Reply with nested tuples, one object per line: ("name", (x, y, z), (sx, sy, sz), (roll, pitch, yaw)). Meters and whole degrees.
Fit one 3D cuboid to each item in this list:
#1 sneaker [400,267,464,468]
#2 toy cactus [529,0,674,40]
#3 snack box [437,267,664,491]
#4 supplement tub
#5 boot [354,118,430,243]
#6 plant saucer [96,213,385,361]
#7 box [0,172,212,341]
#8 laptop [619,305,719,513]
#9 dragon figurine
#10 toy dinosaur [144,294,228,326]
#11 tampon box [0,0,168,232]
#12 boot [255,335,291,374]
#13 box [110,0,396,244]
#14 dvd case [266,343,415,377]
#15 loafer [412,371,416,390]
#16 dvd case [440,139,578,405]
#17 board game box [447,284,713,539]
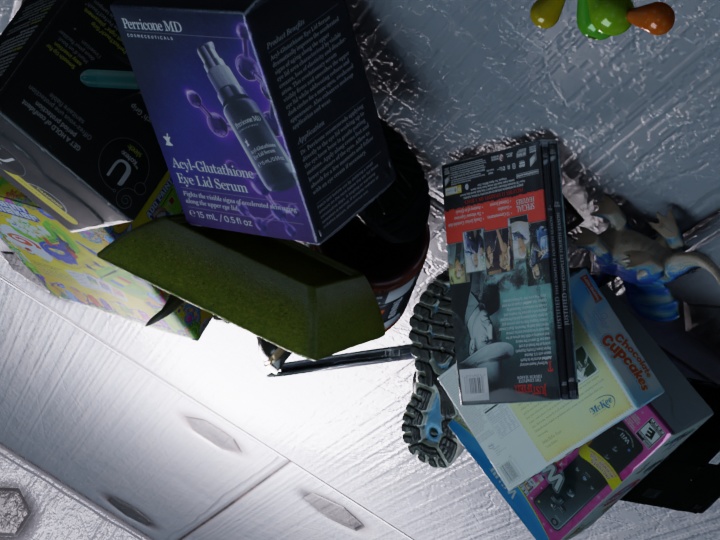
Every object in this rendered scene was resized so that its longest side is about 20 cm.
("sneaker", (0.092, 0.078, 1.729), (0.078, 0.090, 0.200), (24, 115, 26))
("toy cactus", (0.131, -0.216, 1.114), (0.200, 0.102, 0.165), (10, 132, 48))
("snack box", (0.150, 0.092, 1.531), (0.116, 0.037, 0.200), (58, 144, 8))
("supplement tub", (0.000, 0.000, 1.719), (0.107, 0.107, 0.200), (29, 159, 5))
("boot", (-0.051, -0.097, 1.606), (0.200, 0.076, 0.168), (47, 151, -20))
("plant saucer", (-0.085, 0.001, 1.547), (0.200, 0.048, 0.200), (26, -169, 14))
("box", (-0.237, -0.054, 1.760), (0.200, 0.122, 0.193), (16, 155, 35))
("laptop", (0.253, 0.113, 1.649), (0.200, 0.103, 0.177), (12, 138, -22))
("dragon figurine", (0.229, 0.000, 1.469), (0.200, 0.059, 0.099), (17, 157, 43))
("toy dinosaur", (-0.117, -0.004, 1.701), (0.102, 0.200, 0.077), (47, 164, 26))
("tampon box", (-0.213, -0.155, 1.529), (0.150, 0.200, 0.126), (41, 157, -23))
("boot", (-0.113, 0.017, 1.853), (0.138, 0.077, 0.200), (40, -169, -12))
("box", (-0.080, -0.135, 1.435), (0.148, 0.104, 0.200), (8, 128, 41))
("dvd case", (0.024, 0.082, 1.836), (0.149, 0.016, 0.200), (-7, 178, -39))
("loafer", (0.106, 0.110, 1.889), (0.068, 0.070, 0.201), (-3, -176, -20))
("dvd case", (0.116, 0.005, 1.491), (0.022, 0.200, 0.146), (-1, 175, -30))
("board game box", (0.182, 0.126, 1.602), (0.148, 0.064, 0.200), (52, 137, 15))
